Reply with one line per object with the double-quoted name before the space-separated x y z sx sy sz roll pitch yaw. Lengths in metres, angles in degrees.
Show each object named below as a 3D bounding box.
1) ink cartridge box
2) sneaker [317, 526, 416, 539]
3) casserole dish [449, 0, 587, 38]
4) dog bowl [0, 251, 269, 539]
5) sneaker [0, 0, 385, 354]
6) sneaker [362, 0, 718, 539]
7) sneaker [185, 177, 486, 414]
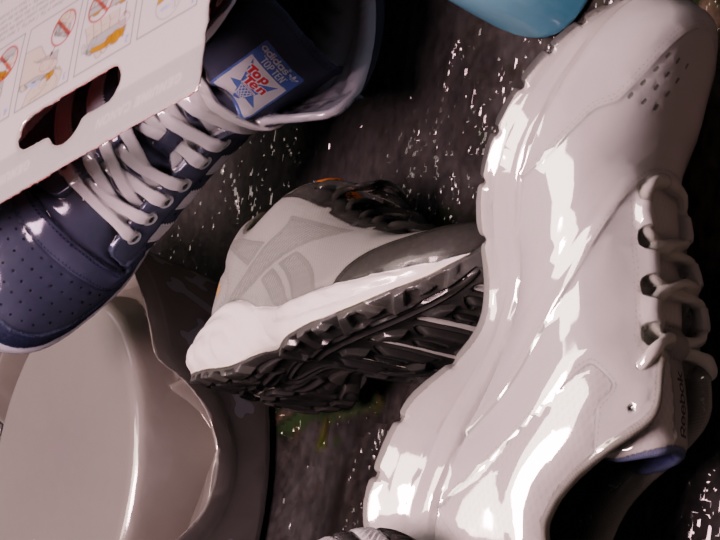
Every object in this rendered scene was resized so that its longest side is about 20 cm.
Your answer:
"ink cartridge box" -0.078 -0.115 1.036 0.160 0.047 0.200 -25 48 44
"sneaker" 0.032 0.180 0.824 0.116 0.075 0.200 97 152 -59
"casserole dish" 0.036 -0.155 0.993 0.200 0.039 0.121 38 115 57
"dog bowl" -0.101 0.085 1.144 0.200 0.059 0.200 -28 57 56
"sneaker" -0.069 -0.050 1.037 0.200 0.070 0.108 -50 19 -10
"sneaker" 0.074 0.015 0.845 0.087 0.074 0.200 19 93 43
"sneaker" 0.000 0.000 0.976 0.200 0.074 0.079 -13 65 60
